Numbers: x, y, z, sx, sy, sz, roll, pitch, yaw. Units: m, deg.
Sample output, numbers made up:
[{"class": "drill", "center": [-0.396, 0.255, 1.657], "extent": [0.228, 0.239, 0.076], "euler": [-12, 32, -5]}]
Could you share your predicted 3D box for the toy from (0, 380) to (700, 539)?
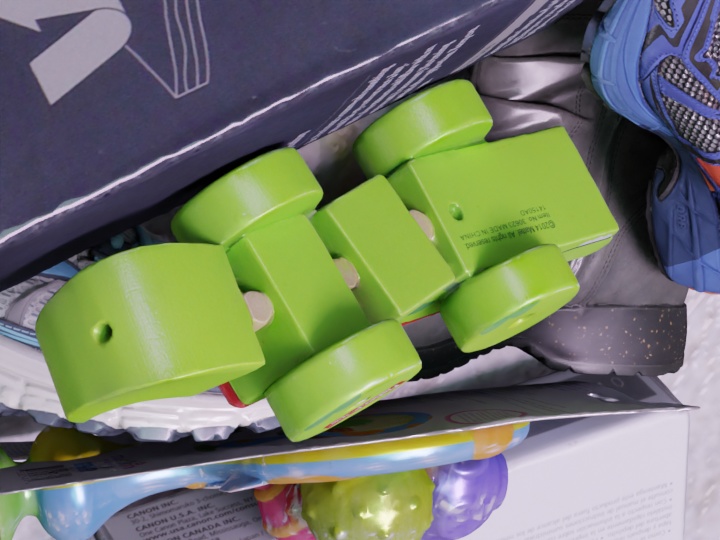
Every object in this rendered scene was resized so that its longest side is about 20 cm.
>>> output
[{"class": "toy", "center": [-0.013, 0.063, 0.770], "extent": [0.200, 0.115, 0.047], "euler": [-2, 93, -13]}]

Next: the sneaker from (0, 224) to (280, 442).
[{"class": "sneaker", "center": [-0.096, -0.007, 0.715], "extent": [0.200, 0.078, 0.087], "euler": [12, 95, -1]}]

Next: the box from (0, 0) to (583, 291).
[{"class": "box", "center": [-0.059, -0.122, 0.654], "extent": [0.200, 0.117, 0.197], "euler": [-26, 88, -16]}]

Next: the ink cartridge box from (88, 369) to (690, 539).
[{"class": "ink cartridge box", "center": [0.015, 0.133, 0.876], "extent": [0.200, 0.044, 0.174], "euler": [-17, 127, -20]}]

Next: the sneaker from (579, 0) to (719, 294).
[{"class": "sneaker", "center": [0.121, -0.051, 0.752], "extent": [0.075, 0.078, 0.200], "euler": [-62, 152, -16]}]

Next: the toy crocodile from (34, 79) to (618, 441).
[{"class": "toy crocodile", "center": [0.000, 0.000, 0.692], "extent": [0.200, 0.062, 0.068], "euler": [-23, 80, -49]}]

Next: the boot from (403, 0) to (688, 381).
[{"class": "boot", "center": [0.032, -0.037, 0.814], "extent": [0.200, 0.068, 0.131], "euler": [0, 104, -34]}]
